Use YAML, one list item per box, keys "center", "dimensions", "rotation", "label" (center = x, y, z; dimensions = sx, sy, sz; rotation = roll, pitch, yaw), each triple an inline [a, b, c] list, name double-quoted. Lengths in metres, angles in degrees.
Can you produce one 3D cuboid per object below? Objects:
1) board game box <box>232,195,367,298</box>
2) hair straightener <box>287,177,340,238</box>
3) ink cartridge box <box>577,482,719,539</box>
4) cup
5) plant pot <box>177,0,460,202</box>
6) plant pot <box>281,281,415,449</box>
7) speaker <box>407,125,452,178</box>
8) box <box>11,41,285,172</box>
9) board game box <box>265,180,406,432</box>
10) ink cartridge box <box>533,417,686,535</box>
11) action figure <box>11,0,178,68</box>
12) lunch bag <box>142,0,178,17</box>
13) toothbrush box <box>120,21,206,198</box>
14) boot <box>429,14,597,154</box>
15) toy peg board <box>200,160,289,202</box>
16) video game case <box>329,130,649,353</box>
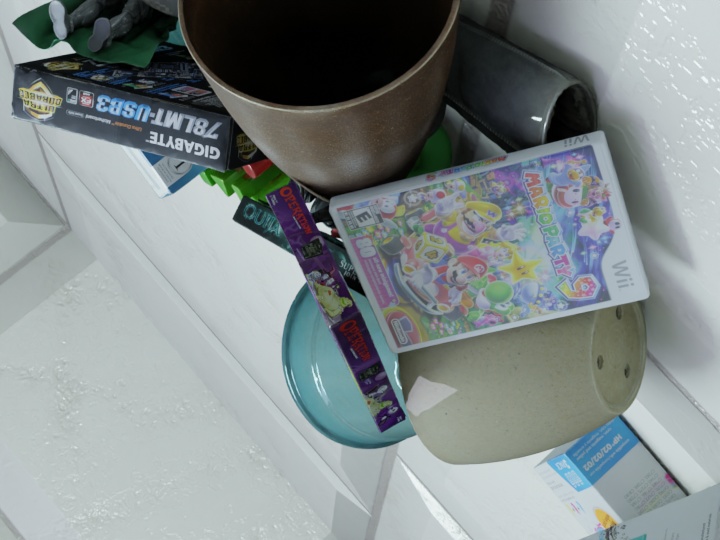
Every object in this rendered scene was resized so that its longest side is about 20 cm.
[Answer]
- center: [0.000, 0.000, 1.305]
  dimensions: [0.199, 0.028, 0.135]
  rotation: [29, -177, 37]
  label: "board game box"
- center: [-0.040, -0.057, 1.241]
  dimensions: [0.077, 0.041, 0.200]
  rotation: [43, -170, 3]
  label: "hair straightener"
- center: [0.254, 0.309, 1.316]
  dimensions: [0.147, 0.199, 0.146]
  rotation: [54, -151, -13]
  label: "ink cartridge box"
- center: [0.143, 0.059, 1.220]
  dimensions: [0.142, 0.201, 0.201]
  rotation: [1, 134, 35]
  label: "cup"
- center: [-0.014, -0.135, 1.075]
  dimensions: [0.187, 0.187, 0.200]
  rotation: [43, 165, 26]
  label: "plant pot"
- center: [0.054, 0.077, 1.490]
  dimensions: [0.201, 0.200, 0.196]
  rotation: [55, 156, -14]
  label: "plant pot"
- center: [0.023, -0.081, 1.377]
  dimensions: [0.089, 0.088, 0.200]
  rotation: [50, 165, 2]
  label: "speaker"
- center: [-0.139, -0.136, 1.222]
  dimensions: [0.197, 0.200, 0.050]
  rotation: [14, 109, 22]
  label: "box"
- center: [-0.016, 0.032, 1.147]
  dimensions: [0.120, 0.032, 0.200]
  rotation: [58, 175, 28]
  label: "board game box"
- center: [0.264, 0.236, 1.446]
  dimensions: [0.200, 0.068, 0.115]
  rotation: [49, 165, 6]
  label: "ink cartridge box"
- center: [-0.187, -0.229, 1.277]
  dimensions: [0.117, 0.200, 0.055]
  rotation: [23, 122, 8]
  label: "action figure"
- center: [-0.151, -0.310, 1.182]
  dimensions: [0.201, 0.138, 0.168]
  rotation: [89, 155, -50]
  label: "lunch bag"
- center: [-0.144, -0.184, 1.405]
  dimensions: [0.147, 0.200, 0.085]
  rotation: [52, 169, -9]
  label: "toothbrush box"
- center: [0.092, -0.120, 1.149]
  dimensions: [0.199, 0.073, 0.182]
  rotation: [35, 158, 30]
  label: "boot"
- center: [-0.129, -0.161, 1.611]
  dimensions: [0.200, 0.098, 0.200]
  rotation: [29, 153, 53]
  label: "toy peg board"
- center: [0.094, -0.016, 1.098]
  dimensions: [0.018, 0.198, 0.144]
  rotation: [-84, -24, -51]
  label: "video game case"
